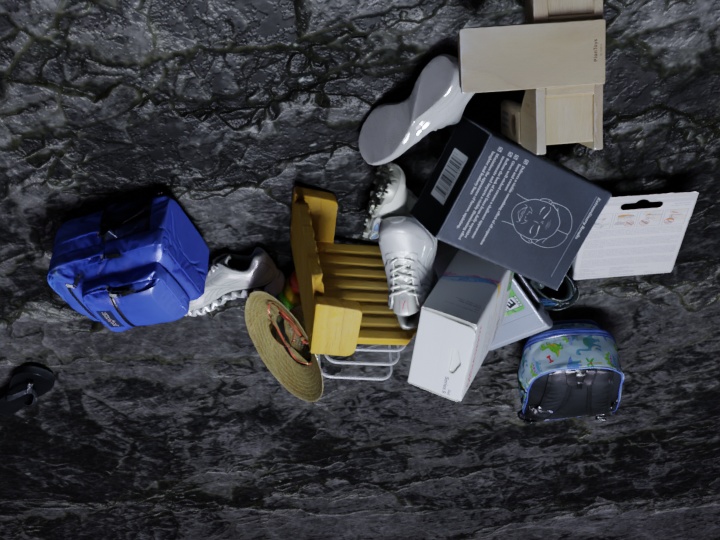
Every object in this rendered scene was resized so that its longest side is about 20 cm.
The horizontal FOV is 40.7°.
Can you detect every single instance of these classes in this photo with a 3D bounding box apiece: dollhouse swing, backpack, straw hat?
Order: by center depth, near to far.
[{"bbox_3d":[-0.343,-0.004,1.384,0.200,0.168,0.163,-9,139,14],"label":"backpack"},{"bbox_3d":[0.000,0.000,1.393,0.176,0.200,0.182,-5,147,-10],"label":"dollhouse swing"},{"bbox_3d":[-0.087,0.096,1.485,0.085,0.201,0.201,-34,158,-29],"label":"straw hat"},{"bbox_3d":[0.368,0.170,1.719,0.183,0.147,0.200,-5,149,3],"label":"backpack"}]

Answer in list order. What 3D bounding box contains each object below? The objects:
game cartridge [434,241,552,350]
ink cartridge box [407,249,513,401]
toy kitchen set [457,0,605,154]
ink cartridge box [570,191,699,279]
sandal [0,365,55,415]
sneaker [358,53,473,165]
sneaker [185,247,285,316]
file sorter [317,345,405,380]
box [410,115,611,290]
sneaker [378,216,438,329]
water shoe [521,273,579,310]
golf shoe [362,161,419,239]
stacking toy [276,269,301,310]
[{"bbox_3d":[0.189,0.032,1.498,0.133,0.040,0.200,-25,110,38],"label":"game cartridge"},{"bbox_3d":[0.148,0.066,1.386,0.087,0.200,0.145,18,129,15],"label":"ink cartridge box"},{"bbox_3d":[0.184,-0.249,1.158,0.163,0.180,0.200,-5,106,-4],"label":"toy kitchen set"},{"bbox_3d":[0.410,-0.064,1.476,0.161,0.050,0.200,-4,142,1],"label":"ink cartridge box"},{"bbox_3d":[-0.629,0.233,1.804,0.076,0.043,0.200,22,138,-33],"label":"sandal"},{"bbox_3d":[0.082,-0.194,1.238,0.088,0.075,0.200,0,154,-43],"label":"sneaker"},{"bbox_3d":[-0.222,0.014,1.512,0.200,0.075,0.081,-15,131,10],"label":"sneaker"},{"bbox_3d":[0.009,0.075,1.567,0.139,0.125,0.200,4,144,-12],"label":"file sorter"},{"bbox_3d":[0.195,-0.087,1.266,0.200,0.107,0.148,22,104,-23],"label":"box"},{"bbox_3d":[0.067,0.009,1.330,0.078,0.099,0.200,-2,142,17],"label":"sneaker"},{"bbox_3d":[0.306,0.032,1.544,0.072,0.079,0.200,-51,139,8],"label":"water shoe"},{"bbox_3d":[0.059,-0.093,1.335,0.097,0.078,0.200,12,167,0],"label":"golf shoe"},{"bbox_3d":[-0.100,0.043,1.546,0.085,0.085,0.200,10,142,-19],"label":"stacking toy"}]
